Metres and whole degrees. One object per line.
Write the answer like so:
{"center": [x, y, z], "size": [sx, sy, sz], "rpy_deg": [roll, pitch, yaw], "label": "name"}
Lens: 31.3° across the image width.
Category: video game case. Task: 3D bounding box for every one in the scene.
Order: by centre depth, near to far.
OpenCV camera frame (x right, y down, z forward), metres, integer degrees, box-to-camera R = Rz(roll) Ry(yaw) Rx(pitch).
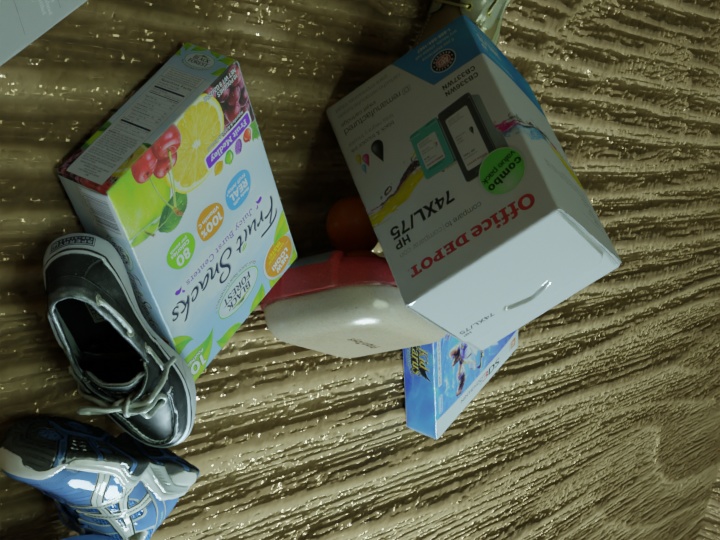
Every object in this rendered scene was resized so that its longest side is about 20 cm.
{"center": [0.111, 0.049, 1.381], "size": [0.181, 0.045, 0.202], "rpy_deg": [-43, 142, -40], "label": "video game case"}

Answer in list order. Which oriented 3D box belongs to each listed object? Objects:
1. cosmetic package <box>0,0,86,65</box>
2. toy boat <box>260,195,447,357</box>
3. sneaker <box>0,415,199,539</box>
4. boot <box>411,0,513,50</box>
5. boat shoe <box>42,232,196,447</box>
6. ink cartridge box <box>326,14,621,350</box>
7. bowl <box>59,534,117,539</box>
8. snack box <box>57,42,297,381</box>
{"center": [-0.178, -0.194, 0.676], "size": [0.201, 0.106, 0.091], "rpy_deg": [-51, 146, -32], "label": "cosmetic package"}
{"center": [0.000, 0.000, 1.113], "size": [0.199, 0.129, 0.133], "rpy_deg": [22, 60, -61], "label": "toy boat"}
{"center": [-0.186, 0.156, 0.912], "size": [0.078, 0.075, 0.200], "rpy_deg": [-62, 149, -3], "label": "sneaker"}
{"center": [0.085, -0.270, 1.110], "size": [0.201, 0.071, 0.155], "rpy_deg": [-58, 148, -21], "label": "boot"}
{"center": [-0.162, 0.067, 0.878], "size": [0.069, 0.072, 0.201], "rpy_deg": [-99, 178, -47], "label": "boat shoe"}
{"center": [0.092, -0.068, 1.061], "size": [0.146, 0.202, 0.146], "rpy_deg": [-32, 149, 17], "label": "ink cartridge box"}
{"center": [-0.227, 0.278, 0.907], "size": [0.200, 0.039, 0.202], "rpy_deg": [-33, 144, -28], "label": "bowl"}
{"center": [-0.122, -0.038, 0.922], "size": [0.143, 0.053, 0.201], "rpy_deg": [-50, 146, -29], "label": "snack box"}
